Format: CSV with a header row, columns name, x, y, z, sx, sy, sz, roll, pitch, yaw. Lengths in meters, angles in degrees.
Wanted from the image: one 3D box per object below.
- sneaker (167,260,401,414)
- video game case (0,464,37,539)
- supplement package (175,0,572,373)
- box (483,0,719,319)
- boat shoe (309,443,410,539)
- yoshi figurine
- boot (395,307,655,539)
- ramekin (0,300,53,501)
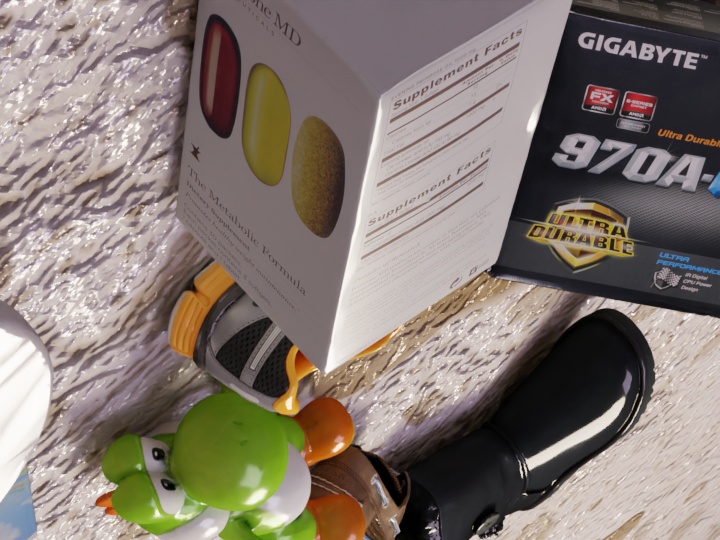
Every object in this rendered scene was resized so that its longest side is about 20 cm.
name,x,y,z,sx,sy,sz,roll,pitch,yaw
sneaker,0.000,0.000,1.227,0.200,0.077,0.078,-38,156,-19
video game case,-0.241,0.136,1.132,0.200,0.022,0.182,-35,157,-21
supplement package,0.001,-0.071,1.045,0.109,0.114,0.200,-33,155,-27
box,0.175,-0.056,1.254,0.046,0.200,0.159,-89,-168,-59
boat shoe,-0.001,0.149,1.505,0.072,0.072,0.200,-60,172,-7
yoshi figurine,-0.054,0.108,1.307,0.200,0.112,0.112,10,111,-61
boot,0.094,0.124,1.617,0.168,0.076,0.200,-27,160,-44
ramekin,-0.222,0.060,0.925,0.202,0.094,0.202,-36,158,-17
